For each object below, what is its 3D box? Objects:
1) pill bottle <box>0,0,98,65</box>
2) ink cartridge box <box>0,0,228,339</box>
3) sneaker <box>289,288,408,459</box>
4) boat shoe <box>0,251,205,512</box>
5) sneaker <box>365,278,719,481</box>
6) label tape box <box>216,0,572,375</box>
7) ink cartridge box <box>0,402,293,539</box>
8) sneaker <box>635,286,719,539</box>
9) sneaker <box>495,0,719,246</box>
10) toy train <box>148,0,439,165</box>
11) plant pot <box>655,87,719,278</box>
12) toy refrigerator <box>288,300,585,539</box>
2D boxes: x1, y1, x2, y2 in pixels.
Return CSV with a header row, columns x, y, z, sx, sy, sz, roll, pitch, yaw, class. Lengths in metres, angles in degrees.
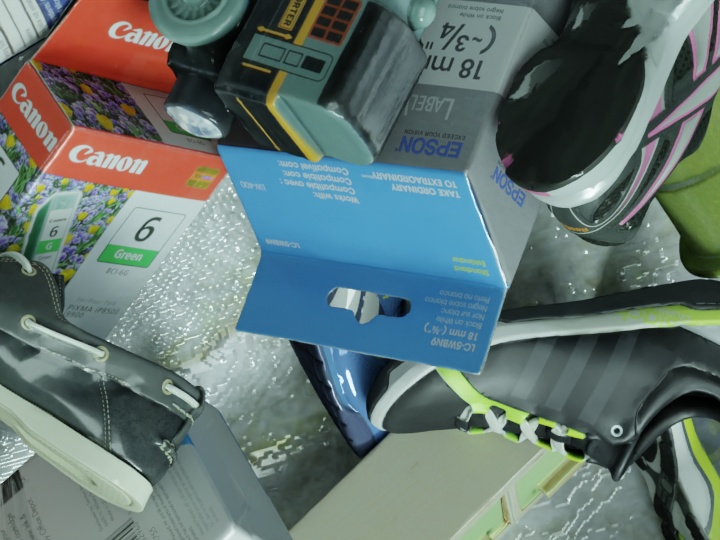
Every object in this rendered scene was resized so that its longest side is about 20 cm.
x,y,z,sx,sy,sz,roll,pitch,yaw,class
-0.172,-0.149,1.049,0.200,0.111,0.111,-31,113,-7,pill bottle
-0.121,-0.048,1.077,0.109,0.050,0.200,9,127,-50,ink cartridge box
0.000,0.000,1.173,0.082,0.074,0.201,-17,112,-15,sneaker
-0.160,0.023,1.030,0.200,0.072,0.068,36,76,-6,boat shoe
0.103,0.062,1.128,0.199,0.072,0.083,-13,69,2,sneaker
0.016,-0.066,1.058,0.063,0.144,0.201,40,65,-49,label tape box
-0.134,0.154,1.090,0.200,0.116,0.068,-41,138,9,ink cartridge box
0.190,0.087,1.271,0.081,0.074,0.200,-33,120,-17,sneaker
0.129,-0.099,1.031,0.200,0.080,0.086,-55,142,-15,sneaker
-0.009,-0.139,1.025,0.200,0.114,0.085,-63,153,-15,toy train
0.171,-0.133,1.141,0.200,0.200,0.190,-45,101,-1,plant pot
0.042,0.116,1.194,0.200,0.076,0.070,-44,70,-10,toy refrigerator
